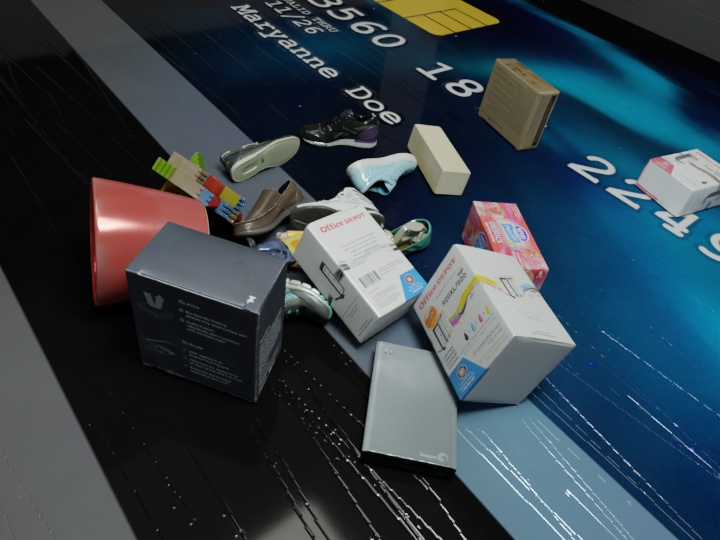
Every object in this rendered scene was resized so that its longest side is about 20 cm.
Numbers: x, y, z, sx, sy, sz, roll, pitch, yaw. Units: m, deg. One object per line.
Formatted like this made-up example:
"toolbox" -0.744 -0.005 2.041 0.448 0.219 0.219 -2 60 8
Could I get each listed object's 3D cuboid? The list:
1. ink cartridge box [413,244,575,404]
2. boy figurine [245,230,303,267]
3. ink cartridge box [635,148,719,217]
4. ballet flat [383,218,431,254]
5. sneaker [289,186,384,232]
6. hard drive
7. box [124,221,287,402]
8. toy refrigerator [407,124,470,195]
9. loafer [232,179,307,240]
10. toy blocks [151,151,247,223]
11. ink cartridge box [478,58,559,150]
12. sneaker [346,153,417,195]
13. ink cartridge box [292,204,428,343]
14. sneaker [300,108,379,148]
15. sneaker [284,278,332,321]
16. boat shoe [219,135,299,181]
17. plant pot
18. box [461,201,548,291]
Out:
"ink cartridge box" 0.206 0.085 0.916 0.142 0.148 0.202 11 37 -32
"boy figurine" -0.111 -0.041 1.070 0.196 0.066 0.125 -14 38 -22
"ink cartridge box" 0.834 -0.226 1.449 0.196 0.086 0.147 -13 48 -26
"ballet flat" 0.065 -0.057 1.119 0.198 0.071 0.067 -25 53 -32
"sneaker" -0.057 -0.121 1.173 0.196 0.077 0.116 2 34 -21
"hard drive" 0.079 0.207 0.873 0.136 0.033 0.202 11 43 0
"box" -0.219 0.063 0.838 0.193 0.203 0.118 17 42 6
"toy refrigerator" 0.184 -0.266 1.367 0.074 0.071 0.202 0 44 -22
"loafer" -0.186 -0.122 1.121 0.072 0.072 0.200 -12 20 36
"toy blocks" -0.281 -0.145 1.083 0.135 0.200 0.101 32 87 19
"ink cartridge box" 0.422 -0.451 1.537 0.074 0.167 0.201 -12 48 -26
"sneaker" 0.058 -0.210 1.295 0.197 0.074 0.083 -17 79 -33
"ink cartridge box" 0.000 0.000 0.987 0.145 0.085 0.201 -24 69 -43
"sneaker" -0.051 -0.359 1.399 0.195 0.089 0.077 -2 44 -13
"sneaker" -0.146 0.057 0.969 0.196 0.078 0.093 21 68 4
"boat shoe" -0.222 -0.268 1.279 0.198 0.073 0.067 -31 60 -33
"plant pot" -0.353 -0.047 0.948 0.174 0.203 0.202 -2 43 -29
"box" 0.281 -0.038 1.126 0.100 0.096 0.202 2 44 -11
